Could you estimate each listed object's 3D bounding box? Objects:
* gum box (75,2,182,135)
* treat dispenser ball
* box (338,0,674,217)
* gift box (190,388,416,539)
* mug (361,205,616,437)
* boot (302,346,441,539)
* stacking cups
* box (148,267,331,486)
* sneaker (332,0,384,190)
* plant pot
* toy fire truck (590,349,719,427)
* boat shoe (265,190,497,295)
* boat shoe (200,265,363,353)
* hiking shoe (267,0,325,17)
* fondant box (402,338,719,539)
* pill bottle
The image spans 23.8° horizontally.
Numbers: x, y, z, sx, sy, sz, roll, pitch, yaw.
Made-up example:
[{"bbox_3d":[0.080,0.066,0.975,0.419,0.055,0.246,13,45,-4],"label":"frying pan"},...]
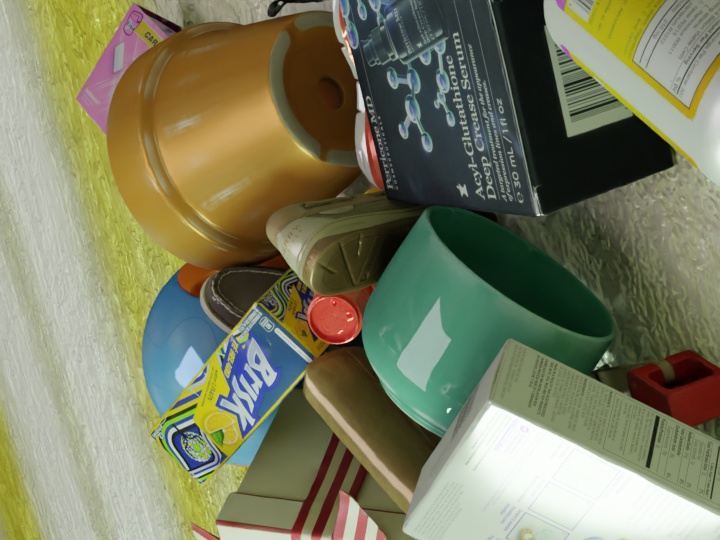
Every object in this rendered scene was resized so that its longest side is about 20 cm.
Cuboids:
[{"bbox_3d":[-0.182,-0.155,1.620,0.114,0.066,0.200,-56,44,12],"label":"gum box"},{"bbox_3d":[-0.092,0.072,1.501,0.201,0.200,0.202,46,146,44],"label":"treat dispenser ball"},{"bbox_3d":[0.087,-0.125,1.086,0.200,0.106,0.149,11,118,64],"label":"box"},{"bbox_3d":[-0.013,0.206,1.348,0.183,0.187,0.201,-1,128,23],"label":"gift box"},{"bbox_3d":[0.085,0.045,1.147,0.152,0.185,0.115,42,109,27],"label":"mug"},{"bbox_3d":[0.022,0.140,1.191,0.200,0.066,0.175,49,-168,22],"label":"boot"},{"bbox_3d":[0.000,0.000,1.275,0.200,0.060,0.061,-60,-35,-61],"label":"stacking cups"},{"bbox_3d":[-0.085,0.081,1.320,0.064,0.070,0.200,42,133,1],"label":"box"},{"bbox_3d":[0.037,-0.156,1.245,0.081,0.077,0.201,6,117,34],"label":"sneaker"},{"bbox_3d":[-0.073,-0.118,1.357,0.183,0.199,0.201,-21,89,51],"label":"plant pot"},{"bbox_3d":[0.176,0.116,1.145,0.200,0.048,0.142,16,122,63],"label":"toy fire truck"},{"bbox_3d":[0.020,-0.030,1.199,0.064,0.199,0.072,40,117,32],"label":"boat shoe"},{"bbox_3d":[-0.030,0.038,1.383,0.060,0.199,0.072,127,161,-64],"label":"boat shoe"},{"bbox_3d":[-0.070,-0.292,1.304,0.201,0.100,0.076,64,155,15],"label":"hiking shoe"},{"bbox_3d":[0.144,0.145,1.051,0.199,0.058,0.145,27,134,-2],"label":"fondant box"},{"bbox_3d":[0.189,-0.109,0.882,0.200,0.104,0.105,49,149,39],"label":"pill bottle"}]
